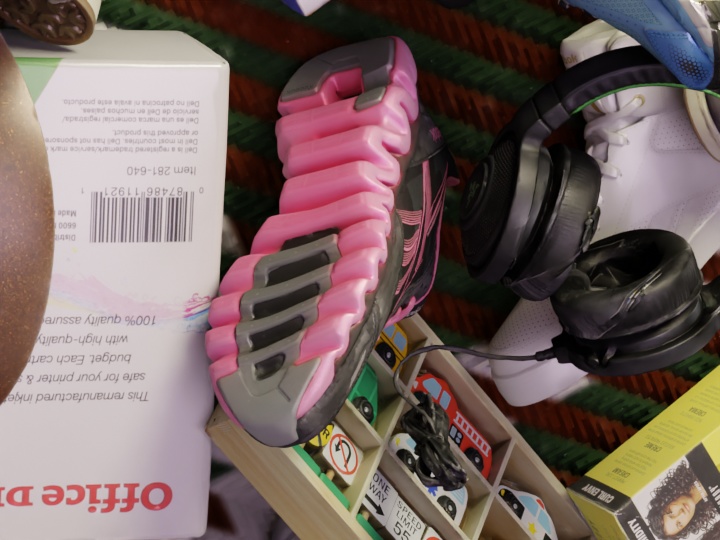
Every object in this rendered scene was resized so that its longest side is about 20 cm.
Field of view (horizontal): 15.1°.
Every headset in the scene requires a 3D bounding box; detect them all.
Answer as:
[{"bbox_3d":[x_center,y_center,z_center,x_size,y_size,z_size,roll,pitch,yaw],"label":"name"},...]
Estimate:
[{"bbox_3d":[0.090,0.003,1.093,0.123,0.094,0.200,40,106,-20],"label":"headset"}]

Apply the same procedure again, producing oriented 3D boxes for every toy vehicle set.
[{"bbox_3d":[0.023,0.093,1.165,0.026,0.125,0.200,-23,117,36],"label":"toy vehicle set"}]

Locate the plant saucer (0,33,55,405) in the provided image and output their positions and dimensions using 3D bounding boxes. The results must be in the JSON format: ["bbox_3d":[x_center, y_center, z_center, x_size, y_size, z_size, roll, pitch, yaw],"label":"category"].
[{"bbox_3d":[-0.199,-0.025,1.029,0.034,0.199,0.202,-14,111,-51],"label":"plant saucer"}]

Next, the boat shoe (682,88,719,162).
[{"bbox_3d":[0.220,-0.094,1.167,0.199,0.065,0.072,-16,90,-39],"label":"boat shoe"}]

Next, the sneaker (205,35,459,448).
[{"bbox_3d":[0.000,0.000,1.113,0.096,0.078,0.201,55,39,-39],"label":"sneaker"}]

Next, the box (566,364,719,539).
[{"bbox_3d":[0.193,0.072,1.233,0.199,0.050,0.076,-37,112,-14],"label":"box"}]

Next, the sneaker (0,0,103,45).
[{"bbox_3d":[-0.164,-0.182,1.069,0.200,0.067,0.090,39,61,-8],"label":"sneaker"}]

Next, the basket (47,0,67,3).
[{"bbox_3d":[-0.095,-0.206,0.971,0.123,0.135,0.201,36,83,-14],"label":"basket"}]

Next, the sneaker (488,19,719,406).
[{"bbox_3d":[0.106,-0.045,1.181,0.200,0.074,0.116,-45,110,-13],"label":"sneaker"}]

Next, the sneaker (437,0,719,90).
[{"bbox_3d":[0.071,-0.133,1.073,0.200,0.078,0.090,43,116,19],"label":"sneaker"}]

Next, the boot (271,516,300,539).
[{"bbox_3d":[0.032,0.191,1.192,0.073,0.096,0.200,-35,112,13],"label":"boot"}]

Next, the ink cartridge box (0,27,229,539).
[{"bbox_3d":[-0.135,0.006,1.107,0.144,0.084,0.202,0,103,-17],"label":"ink cartridge box"}]

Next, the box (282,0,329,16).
[{"bbox_3d":[0.005,-0.198,1.125,0.199,0.041,0.119,-36,111,-8],"label":"box"}]
